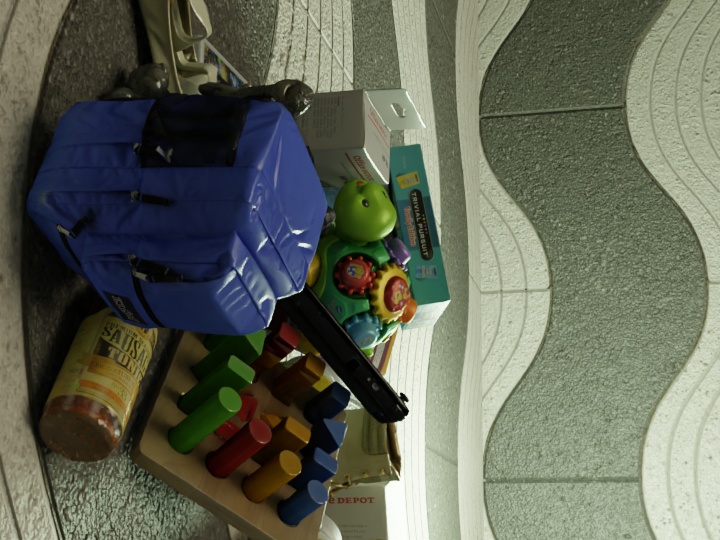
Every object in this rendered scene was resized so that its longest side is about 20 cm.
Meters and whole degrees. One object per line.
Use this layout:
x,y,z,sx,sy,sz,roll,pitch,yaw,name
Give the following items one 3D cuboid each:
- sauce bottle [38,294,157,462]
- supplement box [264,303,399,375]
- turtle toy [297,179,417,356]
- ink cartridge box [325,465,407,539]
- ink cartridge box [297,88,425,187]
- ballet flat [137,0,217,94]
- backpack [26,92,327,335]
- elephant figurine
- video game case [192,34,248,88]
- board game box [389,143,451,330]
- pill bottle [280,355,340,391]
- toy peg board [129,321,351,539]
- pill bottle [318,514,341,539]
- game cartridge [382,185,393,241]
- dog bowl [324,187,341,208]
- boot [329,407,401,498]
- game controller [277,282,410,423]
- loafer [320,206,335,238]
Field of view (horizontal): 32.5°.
-0.199,0.059,0.993,0.200,0.066,0.066,-80,162,-45,sauce bottle
-0.043,0.040,1.426,0.200,0.085,0.111,30,71,-50,supplement box
0.000,0.000,1.322,0.146,0.101,0.201,-28,116,-47,turtle toy
-0.012,0.334,1.577,0.125,0.128,0.201,-13,100,-77,ink cartridge box
-0.038,-0.137,1.316,0.116,0.199,0.068,45,44,-69,ink cartridge box
-0.169,-0.205,1.167,0.069,0.069,0.201,-64,148,-64,ballet flat
-0.150,-0.045,0.937,0.163,0.199,0.168,73,29,-53,backpack
-0.113,-0.115,1.090,0.155,0.199,0.142,-69,153,-59,elephant figurine
-0.148,-0.133,1.336,0.200,0.023,0.182,38,51,-71,video game case
0.064,-0.039,1.554,0.151,0.047,0.201,110,-30,-75,board game box
-0.082,0.165,1.355,0.200,0.112,0.112,-53,138,-69,pill bottle
-0.085,0.135,1.161,0.199,0.098,0.200,37,36,-18,toy peg board
-0.080,0.342,1.328,0.200,0.111,0.112,-59,144,-66,pill bottle
0.010,-0.113,1.559,0.133,0.040,0.201,-127,-151,-70,game cartridge
-0.031,-0.070,1.610,0.200,0.049,0.112,-135,-143,-79,dog bowl
-0.029,0.257,1.463,0.073,0.155,0.201,46,43,-70,boot
-0.024,0.071,1.238,0.200,0.042,0.104,52,-1,-12,game controller
-0.076,-0.057,1.283,0.201,0.070,0.068,-152,-132,-71,loafer
